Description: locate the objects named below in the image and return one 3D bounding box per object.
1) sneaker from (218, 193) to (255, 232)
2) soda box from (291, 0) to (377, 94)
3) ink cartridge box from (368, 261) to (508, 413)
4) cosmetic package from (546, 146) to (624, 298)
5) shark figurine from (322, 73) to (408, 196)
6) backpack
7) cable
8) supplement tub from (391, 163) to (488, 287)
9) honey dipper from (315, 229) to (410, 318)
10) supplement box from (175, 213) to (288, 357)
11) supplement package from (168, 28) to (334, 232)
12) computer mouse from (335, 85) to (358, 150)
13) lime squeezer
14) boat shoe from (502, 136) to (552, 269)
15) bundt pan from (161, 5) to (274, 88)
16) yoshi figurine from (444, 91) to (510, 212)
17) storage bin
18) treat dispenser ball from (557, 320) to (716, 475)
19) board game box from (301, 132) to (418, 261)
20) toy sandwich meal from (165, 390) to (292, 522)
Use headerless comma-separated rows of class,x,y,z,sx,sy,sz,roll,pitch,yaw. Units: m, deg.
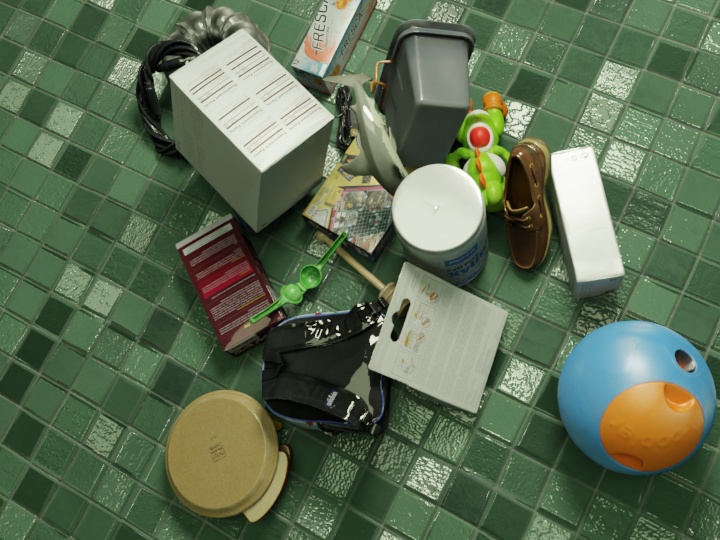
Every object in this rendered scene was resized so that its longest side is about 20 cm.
sneaker,-0.197,-0.151,1.343,0.077,0.076,0.201,-27,69,-22
soda box,-0.042,-0.406,1.372,0.063,0.068,0.201,23,81,16
ink cartridge box,0.106,0.099,1.160,0.199,0.050,0.163,25,78,-24
cosmetic package,0.329,-0.069,1.196,0.073,0.102,0.202,-10,72,9
shark figurine,0.005,-0.184,1.158,0.089,0.128,0.216,-23,100,10
backpack,-0.046,0.149,1.182,0.189,0.154,0.202,3,65,10
cable,-0.316,-0.283,1.354,0.163,0.051,0.200,43,124,4
supplement tub,0.120,-0.058,1.179,0.131,0.200,0.133,-3,75,10
honey dipper,0.000,0.000,1.275,0.200,0.038,0.038,40,85,21
supplement box,-0.204,0.023,1.292,0.108,0.061,0.201,-28,71,1
supplement package,-0.165,-0.207,1.219,0.147,0.192,0.200,-40,78,-22
computer mouse,-0.102,-0.235,1.354,0.198,0.044,0.111,-14,78,1
lime squeezer,-0.091,0.023,1.245,0.200,0.071,0.038,-43,95,-15
boat shoe,0.237,-0.091,1.187,0.072,0.067,0.202,14,121,36
bundt pan,-0.255,-0.373,1.403,0.200,0.076,0.204,-3,74,10
yoshi figurine,0.195,-0.173,1.267,0.111,0.112,0.202,16,57,-26
storage bin,0.090,-0.254,1.214,0.144,0.200,0.135,3,61,-11
treat dispenser ball,0.363,0.167,1.071,0.199,0.201,0.203,-3,74,10
board game box,0.017,-0.131,1.294,0.135,0.035,0.201,30,75,17
toy sandwich meal,-0.197,0.279,1.222,0.203,0.070,0.207,-4,73,15
